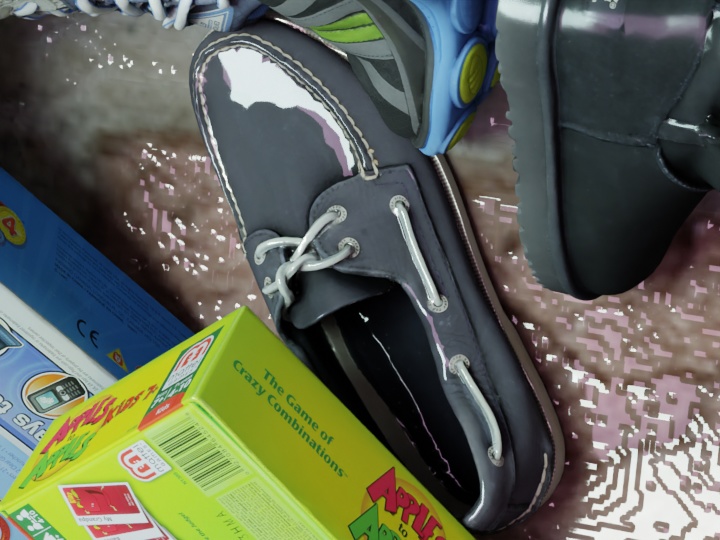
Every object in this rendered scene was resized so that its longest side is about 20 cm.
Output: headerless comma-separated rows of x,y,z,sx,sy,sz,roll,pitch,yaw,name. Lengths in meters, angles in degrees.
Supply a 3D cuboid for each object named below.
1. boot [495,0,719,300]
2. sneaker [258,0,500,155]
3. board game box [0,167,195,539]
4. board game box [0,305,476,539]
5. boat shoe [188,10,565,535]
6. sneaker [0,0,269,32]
0.147,-0.022,0.700,0.199,0.165,0.066,13,67,19,boot
0.003,-0.099,0.731,0.083,0.200,0.071,26,79,24,sneaker
-0.183,0.040,0.833,0.196,0.056,0.200,-31,126,23,board game box
-0.010,0.112,0.788,0.101,0.048,0.200,-30,111,39,board game box
0.000,0.000,0.808,0.073,0.063,0.200,-32,86,23,boat shoe
-0.069,-0.109,0.789,0.200,0.077,0.085,-30,101,1,sneaker
